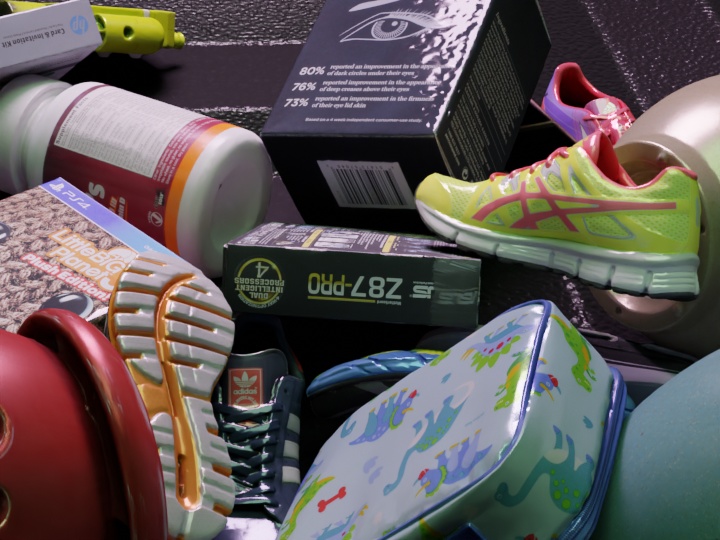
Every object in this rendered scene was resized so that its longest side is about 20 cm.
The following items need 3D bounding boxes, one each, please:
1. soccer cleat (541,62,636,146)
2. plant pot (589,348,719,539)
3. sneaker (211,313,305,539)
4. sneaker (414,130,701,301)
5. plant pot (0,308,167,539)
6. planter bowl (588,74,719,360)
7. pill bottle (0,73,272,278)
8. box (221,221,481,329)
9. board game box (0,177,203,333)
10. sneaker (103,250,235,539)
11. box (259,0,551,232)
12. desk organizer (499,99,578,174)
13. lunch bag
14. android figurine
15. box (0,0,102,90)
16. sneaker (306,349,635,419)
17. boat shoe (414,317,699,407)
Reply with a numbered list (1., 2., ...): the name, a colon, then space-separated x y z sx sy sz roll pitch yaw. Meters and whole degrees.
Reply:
1. soccer cleat: 0.199 -0.091 1.357 0.068 0.074 0.200 -11 34 -22
2. plant pot: 0.186 0.139 0.903 0.133 0.202 0.201 -15 26 21
3. sneaker: -0.068 0.098 1.024 0.074 0.085 0.201 0 32 -4
4. sneaker: 0.124 -0.043 1.066 0.198 0.091 0.078 14 7 32
5. plant pot: -0.203 0.118 0.877 0.181 0.202 0.200 -11 34 -28
6. planter bowl: 0.222 -0.027 1.115 0.134 0.202 0.200 -8 32 -36
7. pill bottle: -0.172 -0.074 1.268 0.198 0.111 0.109 19 35 24
8. box: 0.000 0.000 1.147 0.159 0.050 0.200 2 5 3
9. board game box: -0.221 0.044 1.088 0.199 0.098 0.159 -26 41 -37
10. sneaker: -0.120 0.077 0.994 0.078 0.077 0.202 17 49 -24
11. box: 0.038 -0.135 1.280 0.147 0.105 0.201 3 51 29
12. desk organizer: 0.110 -0.113 1.358 0.072 0.077 0.200 -39 39 1
13. lunch bag: 0.041 0.119 0.909 0.082 0.199 0.161 45 32 -14
14. android figurine: -0.241 -0.206 1.488 0.181 0.042 0.199 7 6 42
15. box: -0.305 -0.148 1.339 0.155 0.042 0.199 -19 1 -31
16. sneaker: 0.064 0.092 1.039 0.197 0.084 0.071 10 0 1
17. boat shoe: 0.132 0.064 1.103 0.197 0.074 0.068 6 27 8
